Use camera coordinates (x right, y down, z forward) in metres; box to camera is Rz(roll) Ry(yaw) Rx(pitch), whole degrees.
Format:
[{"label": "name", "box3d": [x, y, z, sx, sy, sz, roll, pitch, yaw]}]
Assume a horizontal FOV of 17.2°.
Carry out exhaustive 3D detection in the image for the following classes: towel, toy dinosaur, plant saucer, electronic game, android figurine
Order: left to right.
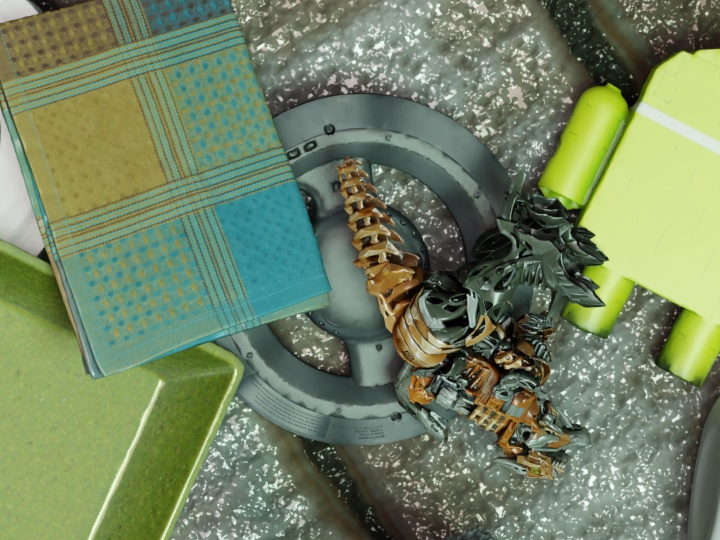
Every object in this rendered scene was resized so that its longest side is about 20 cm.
[{"label": "plant saucer", "box3d": [-0.190, 0.098, 1.290, 0.199, 0.048, 0.201, 28, 82, -29]}, {"label": "towel", "box3d": [-0.110, -0.054, 1.286, 0.146, 0.022, 0.201, -17, 81, -21]}, {"label": "electronic game", "box3d": [0.000, 0.000, 1.347, 0.199, 0.042, 0.201, -1, 97, -5]}, {"label": "toy dinosaur", "box3d": [0.061, 0.023, 1.292, 0.136, 0.102, 0.200, -38, 122, 17]}, {"label": "android figurine", "box3d": [0.197, -0.042, 1.350, 0.181, 0.041, 0.201, 25, 93, 0]}]

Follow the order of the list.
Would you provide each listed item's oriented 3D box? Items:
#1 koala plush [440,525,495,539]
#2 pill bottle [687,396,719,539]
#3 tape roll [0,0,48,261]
[{"label": "koala plush", "box3d": [0.018, 0.247, 1.258, 0.199, 0.184, 0.178, -30, 75, -7]}, {"label": "pill bottle", "box3d": [0.289, 0.135, 1.318, 0.199, 0.112, 0.113, 9, 90, -1]}, {"label": "tape roll", "box3d": [-0.249, -0.074, 1.330, 0.201, 0.071, 0.204, 0, 90, -1]}]
